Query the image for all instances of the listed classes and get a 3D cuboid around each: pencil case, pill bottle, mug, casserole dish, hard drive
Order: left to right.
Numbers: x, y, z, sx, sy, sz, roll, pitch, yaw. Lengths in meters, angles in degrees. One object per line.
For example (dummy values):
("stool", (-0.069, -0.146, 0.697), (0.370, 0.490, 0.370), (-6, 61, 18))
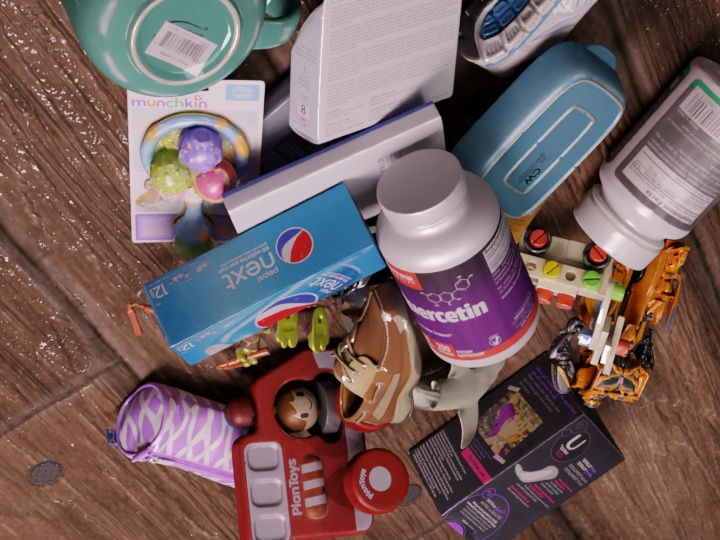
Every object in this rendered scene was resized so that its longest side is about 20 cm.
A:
("mug", (-0.136, -0.217, 1.214), (0.185, 0.114, 0.152), (-19, 136, -9))
("pencil case", (-0.155, 0.177, 1.590), (0.200, 0.086, 0.084), (22, 128, -40))
("hard drive", (-0.019, -0.074, 1.391), (0.200, 0.025, 0.132), (-24, 157, -4))
("pill bottle", (0.083, -0.012, 1.381), (0.112, 0.112, 0.200), (-29, 133, 0))
("casserole dish", (0.162, -0.119, 1.409), (0.200, 0.039, 0.121), (-46, 138, 17))
("pill bottle", (0.311, -0.104, 1.542), (0.113, 0.113, 0.200), (22, 118, -39))

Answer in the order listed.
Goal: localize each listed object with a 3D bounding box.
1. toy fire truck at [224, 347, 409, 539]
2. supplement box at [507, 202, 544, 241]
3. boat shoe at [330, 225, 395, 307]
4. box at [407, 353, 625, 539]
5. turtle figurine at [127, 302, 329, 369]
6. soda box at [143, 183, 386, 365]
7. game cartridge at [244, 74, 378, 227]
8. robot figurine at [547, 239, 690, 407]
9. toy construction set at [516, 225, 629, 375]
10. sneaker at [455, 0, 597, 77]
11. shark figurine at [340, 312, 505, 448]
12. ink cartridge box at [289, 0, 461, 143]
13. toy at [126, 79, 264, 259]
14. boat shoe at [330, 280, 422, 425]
("toy fire truck", (-0.053, 0.179, 1.576), (0.168, 0.200, 0.112), (-2, 169, -28))
("supplement box", (0.161, -0.114, 1.492), (0.069, 0.067, 0.200), (12, 124, -34))
("boat shoe", (0.000, 0.001, 1.456), (0.199, 0.066, 0.075), (-14, 163, -26))
("box", (0.177, 0.211, 1.770), (0.200, 0.106, 0.122), (-36, 135, 8))
("turtle figurine", (-0.112, 0.051, 1.480), (0.161, 0.064, 0.200), (0, 160, 33))
("soda box", (-0.083, 0.005, 1.370), (0.200, 0.068, 0.064), (-27, 158, 3))
("game cartridge", (-0.028, -0.103, 1.431), (0.133, 0.041, 0.200), (-42, 135, 9))
("robot figurine", (0.280, 0.056, 1.672), (0.145, 0.058, 0.200), (9, 100, -32))
("toy construction set", (0.190, 0.029, 1.579), (0.200, 0.131, 0.092), (18, 167, -9))
("sneaker", (0.177, -0.248, 1.387), (0.200, 0.075, 0.087), (-37, 152, 11))
("shark figurine", (0.059, 0.114, 1.650), (0.214, 0.089, 0.128), (13, 90, -44))
("ink cartridge box", (0.017, -0.220, 1.308), (0.162, 0.057, 0.200), (-23, 128, -35))
("toy", (-0.144, -0.080, 1.357), (0.115, 0.047, 0.200), (0, 141, -7))
("boat shoe", (0.012, 0.089, 1.466), (0.074, 0.076, 0.200), (-13, 143, -11))
